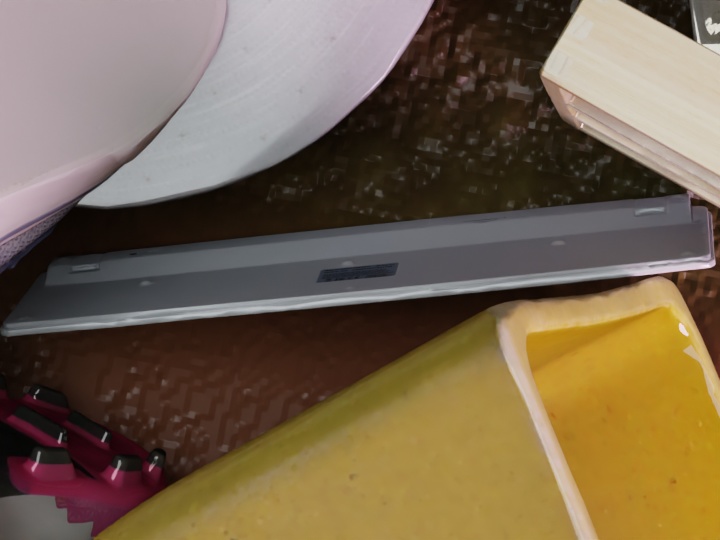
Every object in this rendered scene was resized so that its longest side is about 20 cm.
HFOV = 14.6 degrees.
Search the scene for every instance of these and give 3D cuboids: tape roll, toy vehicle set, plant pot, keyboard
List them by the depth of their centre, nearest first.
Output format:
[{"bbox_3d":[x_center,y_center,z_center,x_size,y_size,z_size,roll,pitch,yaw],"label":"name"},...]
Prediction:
[{"bbox_3d":[0.010,0.131,0.728,0.200,0.195,0.195,-24,85,17],"label":"plant pot"},{"bbox_3d":[0.143,-0.009,0.743,0.200,0.124,0.027,30,92,8],"label":"toy vehicle set"},{"bbox_3d":[-0.071,-0.118,0.786,0.200,0.066,0.201,0,94,-4],"label":"tape roll"},{"bbox_3d":[0.000,0.000,0.797,0.199,0.056,0.011,-6,111,8],"label":"keyboard"}]

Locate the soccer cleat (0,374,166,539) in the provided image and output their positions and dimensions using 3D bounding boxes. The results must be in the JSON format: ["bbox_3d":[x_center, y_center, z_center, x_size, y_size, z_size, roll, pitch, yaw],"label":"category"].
[{"bbox_3d":[-0.117,0.080,0.743,0.070,0.200,0.086,27,101,17],"label":"soccer cleat"}]

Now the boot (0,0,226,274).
[{"bbox_3d":[-0.123,-0.017,0.728,0.200,0.090,0.073,-39,87,-28],"label":"boot"}]

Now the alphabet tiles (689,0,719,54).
[{"bbox_3d":[0.186,-0.126,0.798,0.195,0.015,0.201,-6,86,7],"label":"alphabet tiles"}]
